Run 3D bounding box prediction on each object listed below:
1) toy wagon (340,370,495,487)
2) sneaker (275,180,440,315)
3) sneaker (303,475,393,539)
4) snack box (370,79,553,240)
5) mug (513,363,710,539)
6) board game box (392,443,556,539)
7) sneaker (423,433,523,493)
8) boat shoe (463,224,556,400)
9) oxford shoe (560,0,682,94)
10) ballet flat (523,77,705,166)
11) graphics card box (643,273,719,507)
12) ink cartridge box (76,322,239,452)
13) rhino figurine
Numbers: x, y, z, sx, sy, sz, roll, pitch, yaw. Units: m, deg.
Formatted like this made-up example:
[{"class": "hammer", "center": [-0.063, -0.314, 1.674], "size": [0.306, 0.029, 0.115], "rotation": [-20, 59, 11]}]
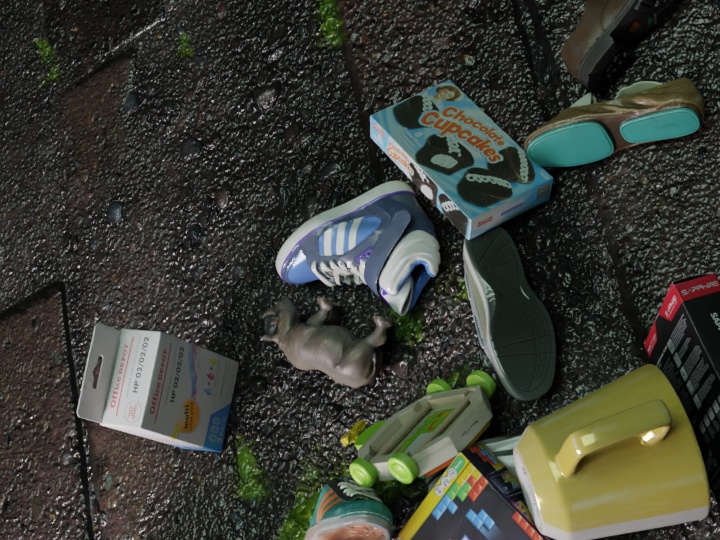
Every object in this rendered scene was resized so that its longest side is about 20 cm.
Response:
[{"class": "toy wagon", "center": [0.054, 0.173, 1.383], "size": [0.155, 0.040, 0.199], "rotation": [-41, 13, -36]}, {"class": "sneaker", "center": [0.000, 0.000, 1.504], "size": [0.199, 0.080, 0.148], "rotation": [-31, 55, 15]}, {"class": "sneaker", "center": [-0.012, 0.253, 1.382], "size": [0.200, 0.071, 0.081], "rotation": [139, 148, -65]}, {"class": "snack box", "center": [0.111, -0.129, 1.467], "size": [0.115, 0.037, 0.200], "rotation": [-26, 53, -21]}, {"class": "mug", "center": [0.223, 0.168, 1.211], "size": [0.151, 0.188, 0.150], "rotation": [-18, 35, -2]}, {"class": "board game box", "center": [0.112, 0.305, 1.298], "size": [0.165, 0.056, 0.201], "rotation": [44, 115, 25]}, {"class": "sneaker", "center": [0.159, 0.231, 1.326], "size": [0.199, 0.076, 0.117], "rotation": [-21, 62, 23]}, {"class": "boat shoe", "center": [0.156, 0.050, 1.403], "size": [0.073, 0.065, 0.204], "rotation": [-13, 65, -13]}, {"class": "oxford shoe", "center": [0.292, -0.298, 1.423], "size": [0.200, 0.072, 0.085], "rotation": [-48, 52, 10]}, {"class": "ballet flat", "center": [0.273, -0.166, 1.401], "size": [0.198, 0.068, 0.073], "rotation": [-14, 45, 28]}, {"class": "graphics card box", "center": [0.338, 0.119, 1.217], "size": [0.050, 0.126, 0.202], "rotation": [-13, 60, -11]}, {"class": "ink cartridge box", "center": [-0.236, 0.140, 1.537], "size": [0.067, 0.199, 0.117], "rotation": [1, 75, 33]}, {"class": "rhino figurine", "center": [-0.047, 0.077, 1.523], "size": [0.198, 0.060, 0.089], "rotation": [16, 85, 38]}]
